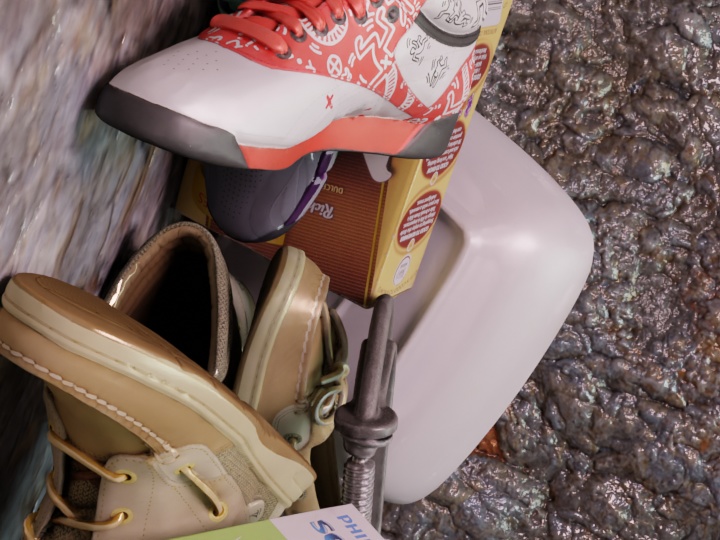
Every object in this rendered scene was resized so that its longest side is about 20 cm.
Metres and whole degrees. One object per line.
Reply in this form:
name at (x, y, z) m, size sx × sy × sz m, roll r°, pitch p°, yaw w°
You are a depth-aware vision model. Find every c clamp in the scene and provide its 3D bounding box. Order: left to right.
c clamp at (0.001, 0.117, 0.727) m, size 0.171 × 0.027 × 0.201 m, roll -64°, pitch 160°, yaw -73°

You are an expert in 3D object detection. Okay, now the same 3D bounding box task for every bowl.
bowl at (0.000, 0.000, 0.858) m, size 0.200 × 0.200 × 0.075 m, roll -56°, pitch 152°, yaw 13°

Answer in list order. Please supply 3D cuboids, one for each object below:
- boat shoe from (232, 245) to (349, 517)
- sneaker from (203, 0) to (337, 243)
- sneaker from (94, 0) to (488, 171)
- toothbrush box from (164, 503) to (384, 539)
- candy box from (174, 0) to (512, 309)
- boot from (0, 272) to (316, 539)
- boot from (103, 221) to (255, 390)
boat shoe at (-0.027, 0.072, 0.760) m, size 0.073 × 0.063 × 0.201 m, roll -75°, pitch 176°, yaw -50°
sneaker at (-0.046, -0.104, 0.702) m, size 0.087 × 0.074 × 0.201 m, roll -18°, pitch 127°, yaw -59°
sneaker at (-0.016, -0.100, 0.626) m, size 0.201 × 0.067 × 0.108 m, roll -7°, pitch 120°, yaw -54°
toothbrush box at (-0.076, 0.177, 0.572) m, size 0.199 × 0.086 × 0.146 m, roll -5°, pitch 124°, yaw -41°
candy box at (-0.003, -0.097, 0.763) m, size 0.056 × 0.116 × 0.201 m, roll -24°, pitch 136°, yaw -60°
boot at (-0.107, 0.097, 0.602) m, size 0.156 × 0.073 × 0.200 m, roll -52°, pitch 152°, yaw -7°
boot at (-0.097, 0.084, 0.750) m, size 0.155 × 0.072 × 0.201 m, roll 95°, pitch 10°, yaw -80°
